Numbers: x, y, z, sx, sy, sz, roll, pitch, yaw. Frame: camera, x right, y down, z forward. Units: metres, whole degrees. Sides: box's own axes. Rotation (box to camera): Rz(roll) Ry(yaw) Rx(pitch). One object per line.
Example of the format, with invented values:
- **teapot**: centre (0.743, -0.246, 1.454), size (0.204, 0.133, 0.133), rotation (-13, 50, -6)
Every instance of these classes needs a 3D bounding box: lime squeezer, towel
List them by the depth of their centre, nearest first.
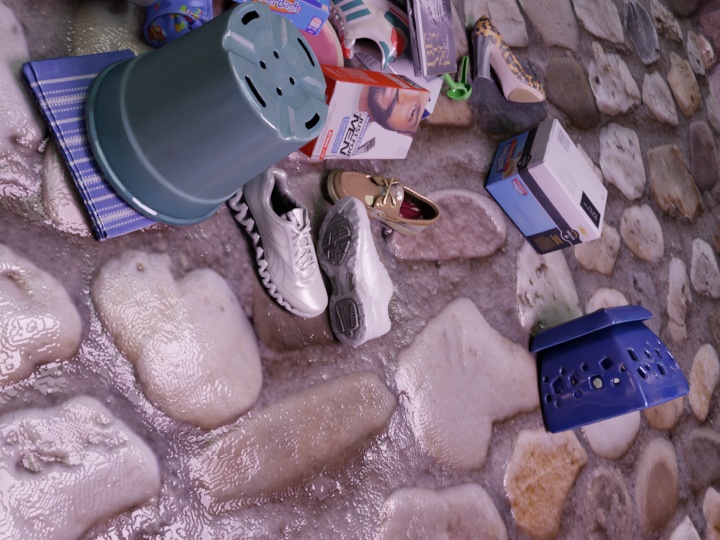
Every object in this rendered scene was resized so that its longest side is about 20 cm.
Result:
- **towel**: centre (-0.270, -0.143, 0.793), size (0.144, 0.024, 0.202), rotation (-30, 100, -49)
- **lime squeezer**: centre (0.177, -0.337, 1.282), size (0.200, 0.037, 0.071), rotation (-45, 143, -61)

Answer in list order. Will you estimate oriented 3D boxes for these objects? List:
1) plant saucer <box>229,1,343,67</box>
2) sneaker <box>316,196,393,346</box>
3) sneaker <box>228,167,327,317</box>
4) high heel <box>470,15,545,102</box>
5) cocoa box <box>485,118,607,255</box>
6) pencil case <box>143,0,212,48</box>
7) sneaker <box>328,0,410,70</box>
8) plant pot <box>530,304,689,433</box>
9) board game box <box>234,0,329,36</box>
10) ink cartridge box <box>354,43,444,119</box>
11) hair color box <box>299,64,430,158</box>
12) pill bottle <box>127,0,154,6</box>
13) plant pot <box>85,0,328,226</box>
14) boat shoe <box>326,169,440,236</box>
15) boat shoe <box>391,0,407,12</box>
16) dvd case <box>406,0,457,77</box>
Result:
- **plant saucer**: centre (-0.094, -0.310, 1.008), size (0.199, 0.051, 0.203), rotation (19, 62, -41)
- **sneaker**: centre (0.000, 0.000, 0.988), size (0.099, 0.077, 0.202), rotation (0, 85, -52)
- **sneaker**: centre (-0.090, -0.034, 0.893), size (0.075, 0.081, 0.201), rotation (-38, 105, -48)
- **high heel**: centre (0.303, -0.422, 1.436), size (0.198, 0.071, 0.144), rotation (11, 74, -34)
- **cocoa box**: centre (0.352, -0.152, 1.350), size (0.200, 0.131, 0.134), rotation (45, 48, -25)
- **pencil case**: centre (-0.215, -0.366, 0.878), size (0.078, 0.086, 0.202), rotation (32, 53, -59)
- **sneaker**: centre (-0.018, -0.374, 1.066), size (0.199, 0.070, 0.094), rotation (34, 83, 5)
- **plant pot**: centre (0.434, 0.169, 1.282), size (0.199, 0.199, 0.181), rotation (-3, 71, -46)
- **board game box**: centre (-0.118, -0.426, 0.975), size (0.151, 0.045, 0.202), rotation (15, 52, -26)
- **ink cartridge box**: centre (0.070, -0.389, 1.212), size (0.199, 0.040, 0.201), rotation (39, 51, -29)
- **hair color box**: centre (0.000, -0.219, 1.011), size (0.064, 0.112, 0.199), rotation (39, 31, 30)
- **pill bottle**: centre (-0.307, -0.363, 0.758), size (0.199, 0.116, 0.118), rotation (11, 68, -43)
- **plant pot**: centre (-0.152, -0.174, 0.771), size (0.200, 0.195, 0.202), rotation (29, 51, -44)
- **boat shoe**: centre (0.038, -0.108, 1.059), size (0.199, 0.066, 0.075), rotation (15, 66, -42)
- **boat shoe**: centre (0.070, -0.422, 1.143), size (0.200, 0.071, 0.068), rotation (12, 96, -62)
- **dvd case**: centre (0.110, -0.376, 1.095), size (0.200, 0.016, 0.150), rotation (-36, 121, -62)
